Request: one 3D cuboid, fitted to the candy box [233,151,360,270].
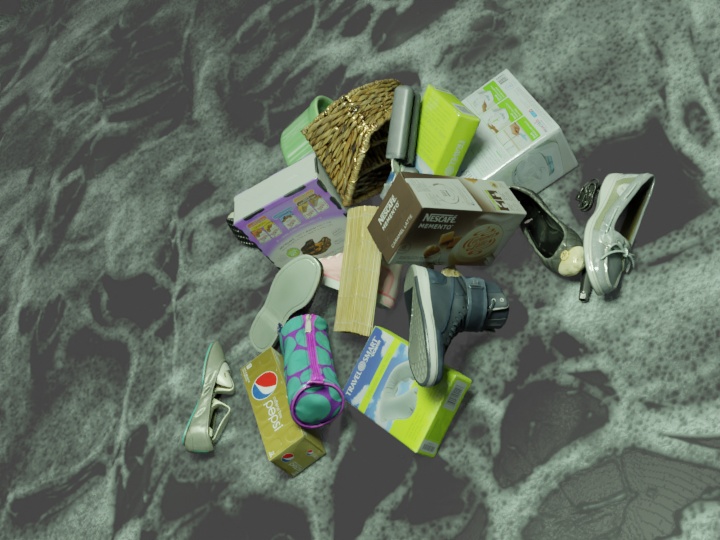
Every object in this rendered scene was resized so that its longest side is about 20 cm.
[{"bbox_3d":[-0.090,-0.078,1.445,0.167,0.200,0.072,-26,43,18],"label":"candy box"}]

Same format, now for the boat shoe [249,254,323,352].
[{"bbox_3d":[-0.114,0.051,1.407,0.076,0.060,0.200,50,120,18],"label":"boat shoe"}]

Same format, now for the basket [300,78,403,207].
[{"bbox_3d":[0.030,-0.215,1.394,0.142,0.150,0.200,-33,-3,34],"label":"basket"}]

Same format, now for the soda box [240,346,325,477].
[{"bbox_3d":[-0.123,0.216,1.328,0.067,0.064,0.201,-37,42,7],"label":"soda box"}]

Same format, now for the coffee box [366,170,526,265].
[{"bbox_3d":[0.127,-0.073,1.249,0.115,0.198,0.080,-59,45,35],"label":"coffee box"}]

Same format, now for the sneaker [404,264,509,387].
[{"bbox_3d":[0.139,0.080,1.176,0.204,0.145,0.077,-90,16,-44],"label":"sneaker"}]

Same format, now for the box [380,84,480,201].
[{"bbox_3d":[0.106,-0.174,1.345,0.201,0.047,0.122,-66,31,24],"label":"box"}]

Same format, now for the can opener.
[{"bbox_3d":[0.076,-0.180,1.304,0.066,0.053,0.202,5,84,29],"label":"can opener"}]

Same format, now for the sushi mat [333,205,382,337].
[{"bbox_3d":[0.000,0.000,1.327,0.095,0.012,0.202,6,89,54],"label":"sushi mat"}]

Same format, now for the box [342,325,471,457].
[{"bbox_3d":[0.055,0.166,1.229,0.199,0.047,0.123,28,91,46],"label":"box"}]

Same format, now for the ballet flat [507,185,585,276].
[{"bbox_3d":[0.267,-0.057,1.256,0.067,0.057,0.201,-51,37,17],"label":"ballet flat"}]

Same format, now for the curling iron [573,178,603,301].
[{"bbox_3d":[0.330,-0.044,1.230,0.049,0.025,0.202,-27,44,48],"label":"curling iron"}]

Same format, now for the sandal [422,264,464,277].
[{"bbox_3d":[0.134,0.036,1.298,0.069,0.078,0.214,2,59,-2],"label":"sandal"}]

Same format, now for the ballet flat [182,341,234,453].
[{"bbox_3d":[-0.243,0.214,1.436,0.063,0.068,0.202,6,57,8],"label":"ballet flat"}]

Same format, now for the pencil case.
[{"bbox_3d":[-0.077,0.147,1.304,0.084,0.093,0.201,0,30,-11],"label":"pencil case"}]

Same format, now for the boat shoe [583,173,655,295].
[{"bbox_3d":[0.358,-0.056,1.182,0.064,0.075,0.203,-5,47,40],"label":"boat shoe"}]

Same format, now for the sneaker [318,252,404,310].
[{"bbox_3d":[-0.012,-0.008,1.411,0.199,0.075,0.106,16,81,36],"label":"sneaker"}]

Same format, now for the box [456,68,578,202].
[{"bbox_3d":[0.222,-0.203,1.389,0.176,0.097,0.201,-36,42,9],"label":"box"}]

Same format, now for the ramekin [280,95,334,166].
[{"bbox_3d":[-0.053,-0.201,1.530,0.097,0.200,0.201,-32,42,21],"label":"ramekin"}]

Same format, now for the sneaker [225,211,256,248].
[{"bbox_3d":[-0.167,-0.098,1.636,0.198,0.071,0.094,3,40,41],"label":"sneaker"}]
